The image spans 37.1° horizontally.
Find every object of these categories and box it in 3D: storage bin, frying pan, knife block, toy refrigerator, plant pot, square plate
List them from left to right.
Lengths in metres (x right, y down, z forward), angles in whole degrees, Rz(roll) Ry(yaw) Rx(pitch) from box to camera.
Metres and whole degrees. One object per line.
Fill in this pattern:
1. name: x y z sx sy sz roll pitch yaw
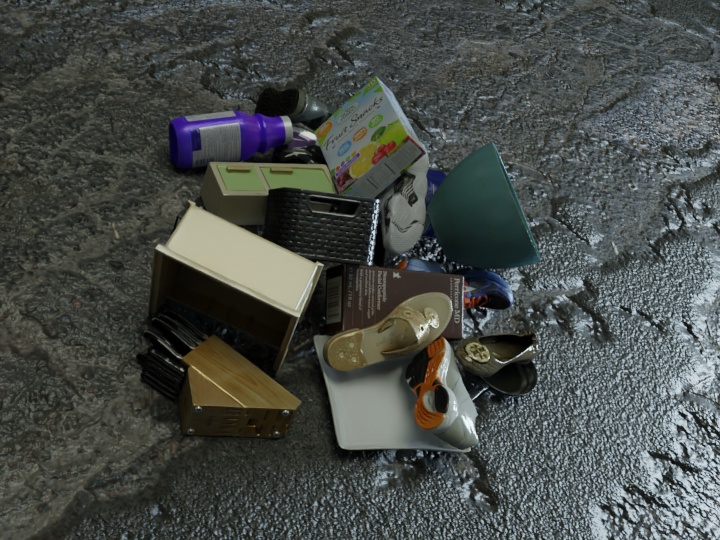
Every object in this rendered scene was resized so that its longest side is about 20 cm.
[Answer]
1. knife block: -0.192 0.132 1.421 0.199 0.064 0.176 6 44 -22
2. storage bin: -0.173 0.030 1.444 0.200 0.199 0.094 25 57 0
3. toy refrigerator: -0.136 -0.120 1.645 0.199 0.070 0.076 -2 47 -29
4. storage bin: -0.060 -0.062 1.514 0.135 0.094 0.200 7 1 -13
5. square plate: 0.039 0.178 1.517 0.198 0.028 0.200 6 44 -23
6. plant pot: 0.183 -0.084 1.682 0.134 0.200 0.200 -22 45 11
7. frying pan: 0.206 0.170 1.605 0.115 0.031 0.190 26 40 -2

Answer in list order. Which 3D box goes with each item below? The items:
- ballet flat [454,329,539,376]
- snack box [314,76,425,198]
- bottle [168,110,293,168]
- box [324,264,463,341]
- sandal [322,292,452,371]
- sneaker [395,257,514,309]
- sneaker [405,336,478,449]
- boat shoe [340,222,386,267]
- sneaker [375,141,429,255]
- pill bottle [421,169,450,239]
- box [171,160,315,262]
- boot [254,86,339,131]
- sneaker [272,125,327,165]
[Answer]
1. ballet flat: 0.209 0.116 1.583 0.200 0.046 0.067 -1 50 -50
2. snack box: 0.011 -0.204 1.702 0.053 0.142 0.200 41 17 -36
3. bottle: -0.211 -0.219 1.755 0.199 0.084 0.065 -11 37 -21
4. box: 0.051 0.051 1.579 0.199 0.075 0.100 5 81 -26
5. sandal: 0.055 0.093 1.499 0.211 0.078 0.070 -20 14 -21
6. sneaker: 0.147 0.041 1.699 0.199 0.075 0.079 8 53 -10
7. sneaker: 0.120 0.177 1.498 0.092 0.076 0.200 44 24 -23
8. boat shoe: 0.000 0.000 1.664 0.072 0.061 0.201 19 40 -7
9. sneaker: 0.044 -0.108 1.706 0.075 0.115 0.201 27 61 -36
10. pill bottle: 0.151 -0.107 1.815 0.199 0.116 0.116 8 43 -20
11. box: -0.156 -0.066 1.665 0.198 0.050 0.200 32 40 7
12. boot: -0.067 -0.261 1.893 0.200 0.073 0.182 13 2 -35
13. sneaker: -0.053 -0.170 1.825 0.199 0.076 0.088 18 49 3
